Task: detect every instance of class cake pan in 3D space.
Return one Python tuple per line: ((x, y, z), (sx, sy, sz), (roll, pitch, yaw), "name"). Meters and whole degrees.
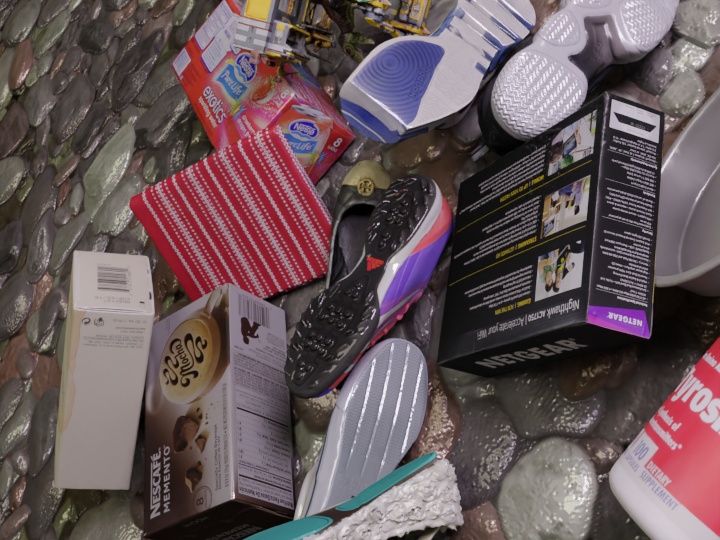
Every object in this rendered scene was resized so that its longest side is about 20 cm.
((0.244, -0.065, 0.633), (0.201, 0.037, 0.200), (-53, 10, 14), "cake pan")

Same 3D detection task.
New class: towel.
((-0.113, -0.039, 0.954), (0.199, 0.145, 0.023), (-21, 18, 34), "towel")

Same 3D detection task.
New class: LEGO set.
((-0.023, -0.212, 0.907), (0.152, 0.200, 0.117), (16, 98, 7), "LEGO set")

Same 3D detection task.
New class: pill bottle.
((0.241, 0.078, 0.576), (0.201, 0.112, 0.112), (-53, 45, 8), "pill bottle")

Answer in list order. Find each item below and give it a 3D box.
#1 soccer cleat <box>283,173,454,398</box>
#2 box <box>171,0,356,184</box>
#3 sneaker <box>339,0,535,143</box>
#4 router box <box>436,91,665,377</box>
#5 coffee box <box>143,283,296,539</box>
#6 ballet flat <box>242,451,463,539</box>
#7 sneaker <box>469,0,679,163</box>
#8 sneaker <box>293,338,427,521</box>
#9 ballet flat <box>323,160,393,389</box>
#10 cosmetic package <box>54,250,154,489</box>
((0.014, 0.022, 0.812), (0.068, 0.073, 0.201), (18, 70, 41), "soccer cleat")
((-0.099, -0.169, 1.020), (0.100, 0.095, 0.201), (-46, 46, 16), "box")
((0.060, -0.148, 0.847), (0.199, 0.080, 0.115), (-42, -9, -34), "sneaker")
((0.124, -0.014, 0.711), (0.200, 0.051, 0.151), (152, 130, -65), "router box")
((-0.125, 0.131, 0.907), (0.112, 0.080, 0.202), (-27, 53, 31), "coffee box")
((-0.010, 0.192, 0.715), (0.198, 0.072, 0.072), (-21, 42, -21), "ballet flat")
((0.155, -0.158, 0.793), (0.200, 0.076, 0.114), (-44, 0, -21), "sneaker")
((-0.010, 0.146, 0.804), (0.071, 0.073, 0.201), (-16, 47, 62), "sneaker")
((0.000, 0.000, 0.864), (0.066, 0.057, 0.202), (4, 74, 12), "ballet flat")
((-0.240, 0.094, 0.960), (0.104, 0.072, 0.202), (-115, 34, -57), "cosmetic package")
